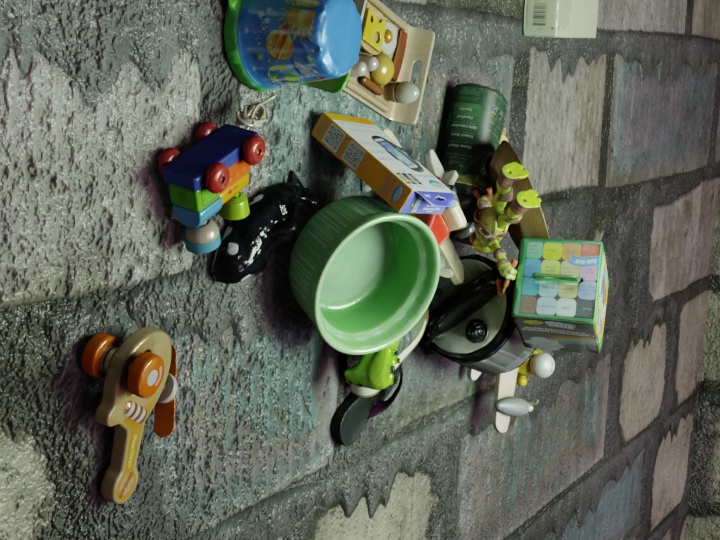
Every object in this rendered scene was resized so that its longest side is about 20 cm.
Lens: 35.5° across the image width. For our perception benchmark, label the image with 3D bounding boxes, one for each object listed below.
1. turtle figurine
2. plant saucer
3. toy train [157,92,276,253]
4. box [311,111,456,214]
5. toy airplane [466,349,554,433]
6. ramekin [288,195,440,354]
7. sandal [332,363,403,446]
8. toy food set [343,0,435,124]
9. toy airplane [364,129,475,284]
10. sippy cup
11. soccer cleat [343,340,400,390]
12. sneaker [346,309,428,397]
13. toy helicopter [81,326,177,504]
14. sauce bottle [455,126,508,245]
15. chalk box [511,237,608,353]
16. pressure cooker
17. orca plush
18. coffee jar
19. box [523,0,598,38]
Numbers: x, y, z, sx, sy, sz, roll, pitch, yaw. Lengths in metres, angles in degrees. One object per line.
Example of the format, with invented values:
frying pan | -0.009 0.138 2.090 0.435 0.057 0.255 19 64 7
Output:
turtle figurine | 0.197 -0.080 1.641 0.162 0.063 0.203 116 -25 -47
plant saucer | 0.240 -0.100 1.736 0.200 0.035 0.203 159 -89 -89
toy train | -0.147 -0.113 1.313 0.200 0.084 0.117 -45 143 -44
box | 0.037 -0.135 1.498 0.042 0.200 0.118 -54 155 21
toy airplane | 0.275 0.156 1.999 0.200 0.139 0.202 -50 137 -39
ramekin | 0.000 0.000 1.494 0.197 0.097 0.203 -18 125 -28
sandal | 0.027 0.186 1.690 0.201 0.047 0.076 -55 140 -35
toy food set | 0.040 -0.304 1.579 0.199 0.060 0.146 22 79 -58
toy airplane | 0.085 -0.089 1.650 0.203 0.139 0.199 68 12 23
sippy cup | -0.073 -0.281 1.337 0.177 0.128 0.142 -15 110 -55
soccer cleat | 0.026 0.076 1.587 0.068 0.080 0.202 76 23 -50
sneaker | 0.039 0.087 1.666 0.201 0.066 0.091 -54 143 -33
toy helicopter | -0.247 0.158 1.238 0.132 0.078 0.204 -18 123 -65
sauce bottle | 0.198 -0.144 1.876 0.066 0.065 0.204 24 80 -57
chalk box | 0.292 0.029 1.644 0.200 0.122 0.126 57 41 -64
pressure cooker | 0.190 0.068 1.806 0.199 0.176 0.179 23 81 -58
orca plush | -0.102 -0.048 1.401 0.199 0.070 0.107 -35 127 -50
coffee jar | 0.174 -0.189 1.802 0.104 0.084 0.204 28 73 -65
box | 0.370 -0.469 2.069 0.199 0.067 0.084 -15 110 -57
